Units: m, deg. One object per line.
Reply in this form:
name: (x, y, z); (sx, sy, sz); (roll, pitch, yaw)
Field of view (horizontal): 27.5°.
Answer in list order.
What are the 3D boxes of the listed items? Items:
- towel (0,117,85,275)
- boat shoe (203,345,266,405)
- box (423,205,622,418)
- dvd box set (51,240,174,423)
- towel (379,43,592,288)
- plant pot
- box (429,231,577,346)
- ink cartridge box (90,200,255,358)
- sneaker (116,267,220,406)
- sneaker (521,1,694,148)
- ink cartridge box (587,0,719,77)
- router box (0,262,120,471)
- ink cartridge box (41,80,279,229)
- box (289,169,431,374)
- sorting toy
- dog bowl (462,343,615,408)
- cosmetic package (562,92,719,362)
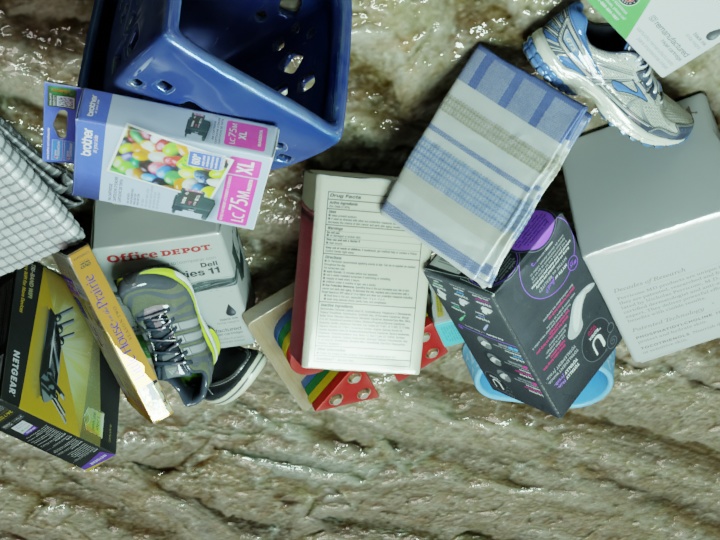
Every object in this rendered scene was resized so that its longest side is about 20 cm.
towel: (-0.402, -0.076, 1.512); (0.199, 0.086, 0.166); (-21, 136, 21)
boat shoe: (-0.178, 0.110, 1.712); (0.062, 0.075, 0.199); (45, 157, -25)
box: (0.171, 0.036, 1.529); (0.106, 0.122, 0.201); (21, 151, 46)
dvd box set: (-0.269, 0.061, 1.577); (0.029, 0.146, 0.201); (-29, 103, -15)
towel: (0.120, -0.102, 1.432); (0.201, 0.146, 0.024); (-60, 154, 8)
plant pot: (-0.138, -0.193, 1.316); (0.199, 0.201, 0.179); (29, 137, -33)
box: (0.180, 0.019, 1.678); (0.198, 0.083, 0.049); (-14, 141, 12)
ink cartridge box: (-0.202, 0.000, 1.617); (0.145, 0.084, 0.201); (-8, 140, 4)
sneaker: (-0.200, 0.070, 1.570); (0.073, 0.081, 0.200); (-16, 140, 13)
sneaker: (0.259, -0.191, 1.436); (0.199, 0.077, 0.085); (27, 121, -23)
ink cartridge box: (0.311, -0.289, 1.323); (0.199, 0.085, 0.146); (-32, 133, 28)
router box: (-0.341, 0.102, 1.633); (0.052, 0.201, 0.157); (-31, 134, 30)
ink cartridge box: (-0.178, -0.097, 1.264); (0.198, 0.042, 0.120); (13, 148, -6)
box: (0.000, 0.000, 1.537); (0.127, 0.109, 0.202); (4, 95, -11)
sorting toy: (-0.006, 0.076, 1.677); (0.198, 0.070, 0.200); (-30, 142, -2)
dog bowl: (0.225, 0.121, 1.827); (0.198, 0.050, 0.112); (9, 138, -14)
cosmetic package: (0.326, -0.042, 1.552); (0.165, 0.168, 0.200); (-19, 137, 16)
